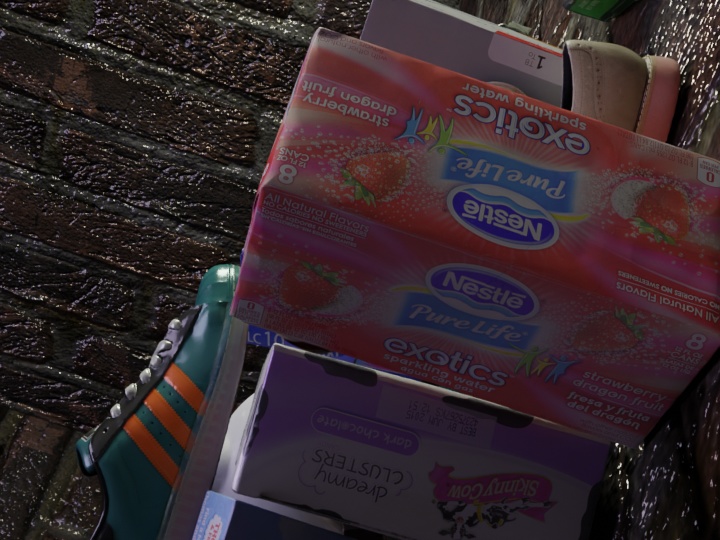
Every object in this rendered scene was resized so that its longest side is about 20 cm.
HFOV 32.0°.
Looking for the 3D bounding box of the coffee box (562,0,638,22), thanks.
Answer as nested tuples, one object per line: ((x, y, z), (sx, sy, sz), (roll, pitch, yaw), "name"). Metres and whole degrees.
((0.201, -0.288, 0.894), (0.123, 0.043, 0.203), (-154, 81, -87), "coffee box")

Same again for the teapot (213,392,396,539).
((-0.062, 0.208, 1.133), (0.146, 0.201, 0.197), (-43, -7, 27), "teapot")

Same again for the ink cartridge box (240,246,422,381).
((0.000, 0.000, 0.874), (0.200, 0.134, 0.077), (-55, -26, -59), "ink cartridge box")

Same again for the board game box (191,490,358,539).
((-0.020, 0.221, 0.680), (0.036, 0.198, 0.153), (1, 70, 54), "board game box")

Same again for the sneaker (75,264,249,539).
((-0.113, 0.085, 0.692), (0.071, 0.079, 0.203), (116, 169, -71), "sneaker")

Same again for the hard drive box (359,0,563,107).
((0.083, -0.124, 0.838), (0.200, 0.154, 0.078), (-54, -16, -75), "hard drive box")

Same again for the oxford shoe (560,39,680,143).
((0.115, -0.030, 0.710), (0.071, 0.073, 0.203), (-133, 60, -84), "oxford shoe")

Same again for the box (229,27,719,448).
((0.052, -0.012, 0.555), (0.095, 0.197, 0.104), (112, 176, -52), "box")

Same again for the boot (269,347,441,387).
((0.014, 0.130, 0.921), (0.072, 0.199, 0.155), (-41, -25, -24), "boot")

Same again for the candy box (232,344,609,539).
((0.021, 0.099, 0.663), (0.200, 0.165, 0.073), (132, 154, -82), "candy box")

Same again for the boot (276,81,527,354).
((0.024, -0.030, 0.703), (0.200, 0.075, 0.107), (-47, -10, 4), "boot")

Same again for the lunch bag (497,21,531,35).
((0.102, -0.146, 1.192), (0.202, 0.116, 0.164), (-65, -5, 12), "lunch bag")

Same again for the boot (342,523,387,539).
((0.000, 0.280, 0.961), (0.201, 0.069, 0.148), (-72, -20, -56), "boot")
